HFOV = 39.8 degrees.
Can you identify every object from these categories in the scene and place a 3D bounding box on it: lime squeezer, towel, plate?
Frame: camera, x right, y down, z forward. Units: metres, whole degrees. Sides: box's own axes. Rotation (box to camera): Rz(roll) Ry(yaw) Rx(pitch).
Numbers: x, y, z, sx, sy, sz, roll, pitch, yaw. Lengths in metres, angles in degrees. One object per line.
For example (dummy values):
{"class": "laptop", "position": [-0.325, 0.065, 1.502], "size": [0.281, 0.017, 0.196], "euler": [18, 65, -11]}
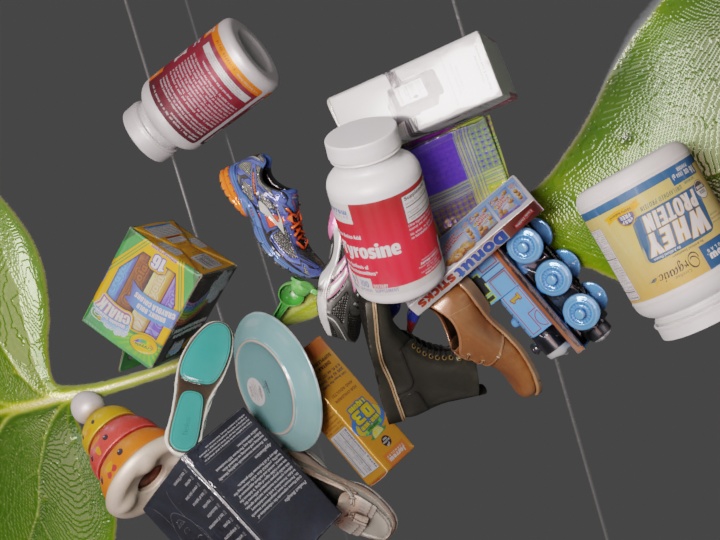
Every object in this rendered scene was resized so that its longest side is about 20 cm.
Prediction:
{"class": "lime squeezer", "position": [-0.093, 0.035, 1.340], "size": [0.038, 0.071, 0.200], "euler": [44, 145, -5]}
{"class": "towel", "position": [0.090, -0.096, 1.243], "size": [0.200, 0.023, 0.144], "euler": [-22, 112, -2]}
{"class": "plate", "position": [-0.121, 0.154, 1.343], "size": [0.200, 0.026, 0.200], "euler": [26, 126, 42]}

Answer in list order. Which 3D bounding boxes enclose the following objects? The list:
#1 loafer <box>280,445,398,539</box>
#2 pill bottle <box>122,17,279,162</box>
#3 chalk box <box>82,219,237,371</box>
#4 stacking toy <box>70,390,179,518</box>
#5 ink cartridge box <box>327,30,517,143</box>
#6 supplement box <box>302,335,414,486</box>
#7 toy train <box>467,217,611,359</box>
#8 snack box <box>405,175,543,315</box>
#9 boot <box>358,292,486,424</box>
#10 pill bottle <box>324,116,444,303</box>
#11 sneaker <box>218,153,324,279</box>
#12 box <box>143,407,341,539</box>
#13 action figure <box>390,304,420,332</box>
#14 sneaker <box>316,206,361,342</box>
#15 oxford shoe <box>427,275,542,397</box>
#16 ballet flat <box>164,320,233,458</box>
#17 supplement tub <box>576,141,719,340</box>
{"class": "loafer", "position": [-0.043, 0.315, 1.379], "size": [0.200, 0.063, 0.072], "euler": [33, 105, 10]}
{"class": "pill bottle", "position": [-0.216, -0.235, 1.329], "size": [0.200, 0.113, 0.113], "euler": [-33, 87, 18]}
{"class": "chalk box", "position": [-0.288, 0.048, 1.384], "size": [0.124, 0.125, 0.200], "euler": [35, 105, 10]}
{"class": "stacking toy", "position": [-0.357, 0.248, 1.449], "size": [0.200, 0.146, 0.146], "euler": [37, 107, 27]}
{"class": "ink cartridge box", "position": [0.079, -0.211, 1.225], "size": [0.200, 0.145, 0.084], "euler": [-21, 92, 18]}
{"class": "supplement box", "position": [-0.021, 0.189, 1.342], "size": [0.200, 0.067, 0.069], "euler": [49, 141, 4]}
{"class": "toy train", "position": [0.222, 0.023, 1.251], "size": [0.114, 0.087, 0.200], "euler": [-42, 86, 27]}
{"class": "snack box", "position": [0.130, -0.032, 1.225], "size": [0.200, 0.072, 0.024], "euler": [-41, 121, 11]}
{"class": "boot", "position": [0.079, 0.095, 1.277], "size": [0.138, 0.078, 0.200], "euler": [-15, 125, 0]}
{"class": "pill bottle", "position": [0.025, -0.071, 1.159], "size": [0.112, 0.112, 0.200], "euler": [-7, 119, 18]}
{"class": "sneaker", "position": [-0.109, -0.073, 1.342], "size": [0.078, 0.075, 0.200], "euler": [-38, 88, 15]}
{"class": "box", "position": [-0.164, 0.326, 1.346], "size": [0.197, 0.124, 0.200], "euler": [47, 139, 7]}
{"class": "action figure", "position": [0.073, 0.011, 1.308], "size": [0.065, 0.052, 0.200], "euler": [17, 100, 1]}
{"class": "sneaker", "position": [0.000, 0.000, 1.305], "size": [0.086, 0.080, 0.200], "euler": [10, 102, 28]}
{"class": "oxford shoe", "position": [0.154, 0.095, 1.264], "size": [0.071, 0.071, 0.200], "euler": [-44, 102, -16]}
{"class": "ballet flat", "position": [-0.231, 0.168, 1.400], "size": [0.069, 0.069, 0.200], "euler": [7, 65, 16]}
{"class": "supplement tub", "position": [0.360, -0.034, 1.165], "size": [0.145, 0.145, 0.200], "euler": [-31, 88, 18]}
